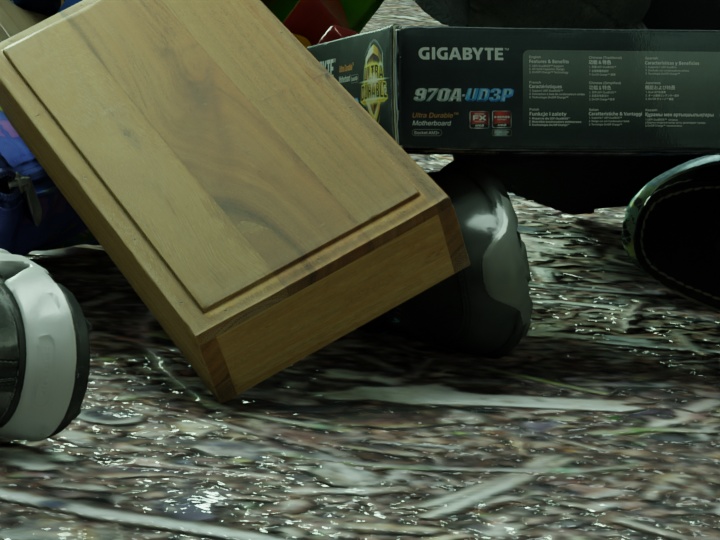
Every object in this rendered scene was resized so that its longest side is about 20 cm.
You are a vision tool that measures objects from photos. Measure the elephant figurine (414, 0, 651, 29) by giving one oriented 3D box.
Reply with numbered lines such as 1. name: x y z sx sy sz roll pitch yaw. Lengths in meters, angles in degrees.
1. elephant figurine: 0.047 -0.165 1.125 0.154 0.142 0.200 13 -5 21

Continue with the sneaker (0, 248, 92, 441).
1. sneaker: -0.174 0.009 0.864 0.090 0.067 0.200 -1 13 -40

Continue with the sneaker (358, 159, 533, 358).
1. sneaker: 0.000 0.000 1.028 0.079 0.076 0.200 -13 8 -21

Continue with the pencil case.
1. pencil case: -0.143 -0.038 1.122 0.086 0.078 0.200 -4 6 20

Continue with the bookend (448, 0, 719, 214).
1. bookend: 0.164 -0.087 1.286 0.199 0.093 0.199 -4 -6 20

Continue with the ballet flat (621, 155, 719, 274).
1. ballet flat: 0.213 -0.014 1.177 0.199 0.075 0.074 -3 11 -19

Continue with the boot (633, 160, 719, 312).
1. boot: 0.176 0.002 1.038 0.199 0.074 0.150 16 12 27

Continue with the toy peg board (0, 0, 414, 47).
1. toy peg board: -0.070 -0.113 1.161 0.199 0.098 0.200 12 31 -53

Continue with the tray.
1. tray: -0.054 -0.042 0.978 0.098 0.037 0.200 -29 43 -12

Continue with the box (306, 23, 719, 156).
1. box: 0.089 -0.067 1.043 0.199 0.046 0.159 0 2 -11
